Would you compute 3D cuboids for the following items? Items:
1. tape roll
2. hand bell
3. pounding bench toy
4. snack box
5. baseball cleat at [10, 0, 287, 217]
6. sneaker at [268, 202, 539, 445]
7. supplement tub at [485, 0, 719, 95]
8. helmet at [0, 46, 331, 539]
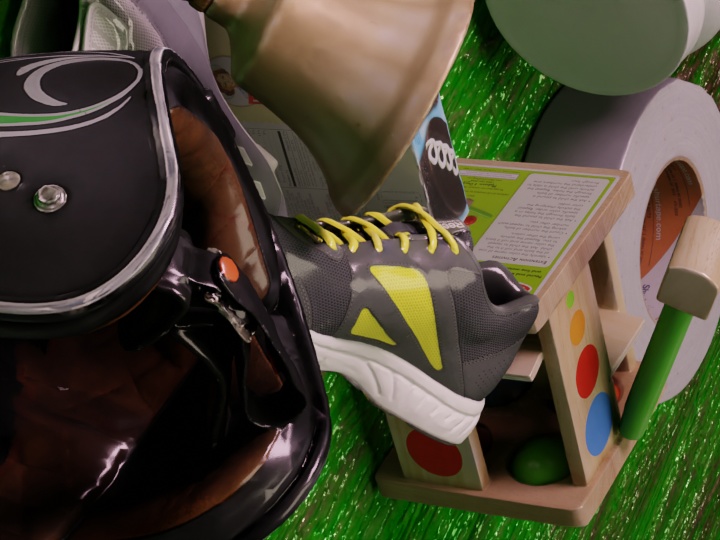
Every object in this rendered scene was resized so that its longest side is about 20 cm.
[{"bbox_3d":[0.166,-0.020,1.327,0.200,0.066,0.202,-19,112,-56],"label":"tape roll"},{"bbox_3d":[-0.066,-0.113,0.829,0.199,0.104,0.105,28,64,-11],"label":"hand bell"},{"bbox_3d":[0.107,0.046,1.111,0.124,0.199,0.157,-50,135,-42],"label":"pounding bench toy"},{"bbox_3d":[-0.030,-0.101,0.934,0.037,0.115,0.201,-55,139,-44],"label":"snack box"},{"bbox_3d":[-0.093,-0.056,0.902,0.106,0.069,0.201,-39,119,-40],"label":"baseball cleat"},{"bbox_3d":[0.000,0.000,0.905,0.085,0.074,0.200,-52,136,6],"label":"sneaker"},{"bbox_3d":[0.163,-0.208,1.210,0.200,0.144,0.146,-56,140,-37],"label":"supplement tub"},{"bbox_3d":[-0.124,0.027,0.734,0.200,0.189,0.201,-22,90,-83],"label":"helmet"}]
